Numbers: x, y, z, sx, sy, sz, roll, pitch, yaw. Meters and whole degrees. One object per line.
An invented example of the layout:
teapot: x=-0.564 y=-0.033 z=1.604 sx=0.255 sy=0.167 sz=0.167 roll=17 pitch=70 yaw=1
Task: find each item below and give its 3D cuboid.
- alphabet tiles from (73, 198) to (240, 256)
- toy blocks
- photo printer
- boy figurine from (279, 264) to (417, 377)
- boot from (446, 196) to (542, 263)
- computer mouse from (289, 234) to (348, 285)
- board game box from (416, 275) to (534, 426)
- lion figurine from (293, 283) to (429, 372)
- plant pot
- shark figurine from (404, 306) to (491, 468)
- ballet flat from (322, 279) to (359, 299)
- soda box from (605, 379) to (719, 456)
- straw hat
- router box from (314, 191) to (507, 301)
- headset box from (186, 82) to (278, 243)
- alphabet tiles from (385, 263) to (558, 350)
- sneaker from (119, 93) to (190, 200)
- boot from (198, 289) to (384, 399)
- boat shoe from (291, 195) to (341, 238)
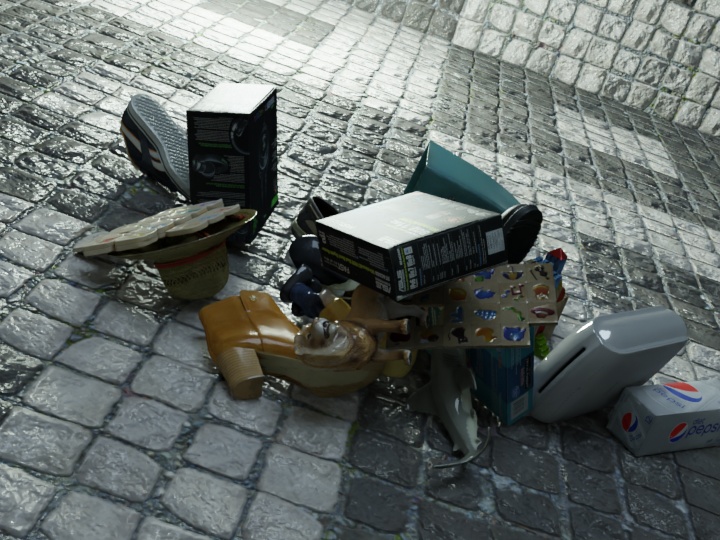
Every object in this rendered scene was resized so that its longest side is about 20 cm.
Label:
alphabet tiles: x=-0.261 y=-0.057 z=1.301 sx=0.194 sy=0.015 sz=0.200 roll=-7 pitch=14 yaw=26
toy blocks: x=0.242 y=0.045 z=1.441 sx=0.099 sy=0.138 sz=0.199 roll=32 pitch=28 yaw=25
photo printer: x=0.307 y=0.121 z=1.304 sx=0.199 sy=0.167 sz=0.070 roll=-5 pitch=53 yaw=-43
boy figurine: x=-0.014 y=0.064 z=1.257 sx=0.199 sy=0.065 sz=0.125 roll=28 pitch=-17 yaw=36
boot: x=0.171 y=-0.052 z=1.527 sx=0.073 sy=0.200 sz=0.163 roll=2 pitch=36 yaw=-39
computer mouse: x=0.000 y=0.000 z=1.354 sx=0.198 sy=0.034 sz=0.059 roll=18 pitch=60 yaw=-8
board game box: x=0.135 y=0.076 z=1.278 sx=0.047 sy=0.152 sz=0.200 roll=-29 pitch=47 yaw=-21
lion figurine: x=0.009 y=0.055 z=1.153 sx=0.121 sy=0.073 sz=0.200 roll=1 pitch=21 yaw=19
plant pot: x=0.168 y=-0.091 z=1.676 sx=0.198 sy=0.142 sz=0.142 roll=25 pitch=24 yaw=-5
shark figurine: x=0.097 y=0.165 z=1.194 sx=0.088 sy=0.129 sz=0.216 roll=-7 pitch=46 yaw=1
ballet flat: x=0.011 y=0.015 z=1.408 sx=0.198 sy=0.071 sz=0.071 roll=5 pitch=28 yaw=-21
soda box: x=0.423 y=0.193 z=1.354 sx=0.198 sy=0.069 sz=0.063 roll=0 pitch=30 yaw=-35
straw hat: x=-0.207 y=-0.009 z=1.267 sx=0.199 sy=0.086 sz=0.201 roll=-13 pitch=13 yaw=3
router box: x=0.054 y=-0.034 z=1.187 sx=0.148 sy=0.063 sz=0.200 roll=-18 pitch=19 yaw=-23
headset box: x=-0.181 y=-0.152 z=1.472 sx=0.092 sy=0.202 sz=0.174 roll=5 pitch=22 yaw=7
alphabet tiles: x=0.132 y=0.030 z=1.211 sx=0.197 sy=0.008 sz=0.168 roll=-1 pitch=43 yaw=7
sneaker: x=-0.300 y=-0.174 z=1.577 sx=0.078 sy=0.079 sz=0.201 roll=-23 pitch=72 yaw=-48
boot: x=-0.082 y=0.078 z=1.198 sx=0.199 sy=0.071 sz=0.145 roll=-3 pitch=42 yaw=-24
boat shoe: x=-0.023 y=-0.046 z=1.507 sx=0.199 sy=0.074 sz=0.074 roll=33 pitch=28 yaw=27
